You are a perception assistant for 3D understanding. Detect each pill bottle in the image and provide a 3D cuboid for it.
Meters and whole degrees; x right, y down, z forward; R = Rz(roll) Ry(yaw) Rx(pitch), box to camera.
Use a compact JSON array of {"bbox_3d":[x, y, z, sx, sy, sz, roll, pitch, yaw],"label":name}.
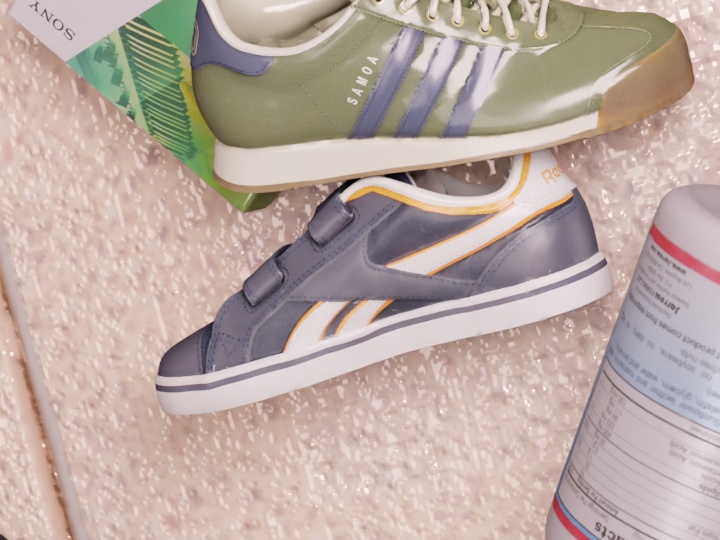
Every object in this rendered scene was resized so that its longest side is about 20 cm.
[{"bbox_3d":[0.136,0.077,0.870,0.108,0.109,0.201,23,107,18],"label":"pill bottle"}]

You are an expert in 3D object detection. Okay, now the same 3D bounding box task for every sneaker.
[{"bbox_3d":[0.025,-0.092,0.884,0.199,0.067,0.090,-10,116,12],"label":"sneaker"},{"bbox_3d":[0.000,0.000,0.933,0.199,0.078,0.080,-18,96,13],"label":"sneaker"}]

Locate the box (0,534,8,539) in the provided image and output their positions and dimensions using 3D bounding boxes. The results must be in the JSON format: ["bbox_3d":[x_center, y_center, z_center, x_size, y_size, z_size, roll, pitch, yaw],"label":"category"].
[{"bbox_3d":[-0.166,0.248,1.061,0.160,0.044,0.201,34,110,15],"label":"box"}]

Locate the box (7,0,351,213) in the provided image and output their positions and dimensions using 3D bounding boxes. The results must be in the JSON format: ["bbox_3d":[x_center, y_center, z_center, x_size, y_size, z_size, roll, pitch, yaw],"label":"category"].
[{"bbox_3d":[-0.045,-0.145,0.950,0.144,0.036,0.200,39,112,12],"label":"box"}]
